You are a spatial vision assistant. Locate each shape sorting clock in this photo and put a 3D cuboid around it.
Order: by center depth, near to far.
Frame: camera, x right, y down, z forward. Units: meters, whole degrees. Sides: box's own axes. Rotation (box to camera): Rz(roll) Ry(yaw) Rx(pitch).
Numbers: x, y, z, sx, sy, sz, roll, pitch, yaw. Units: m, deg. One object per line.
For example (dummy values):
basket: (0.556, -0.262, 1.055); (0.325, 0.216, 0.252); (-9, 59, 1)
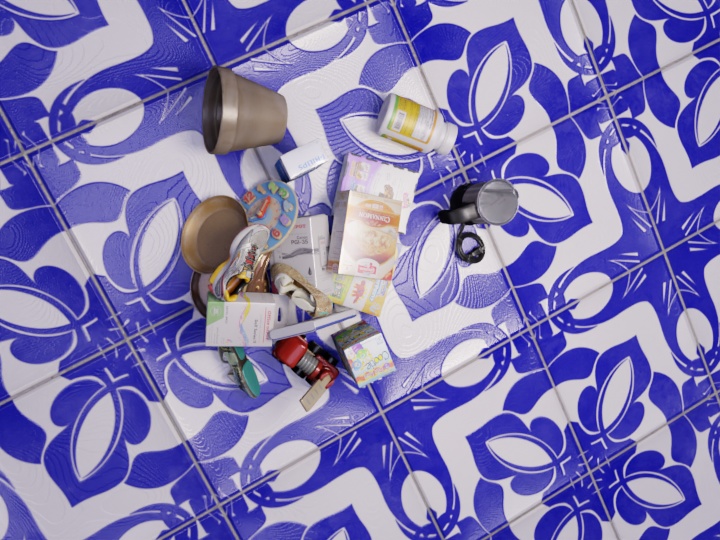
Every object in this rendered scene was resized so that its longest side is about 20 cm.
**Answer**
shape sorting clock: (-0.240, -0.133, 1.393); (0.201, 0.199, 0.039); (-54, 142, -3)

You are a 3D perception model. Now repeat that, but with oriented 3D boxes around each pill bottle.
pill bottle: (0.148, -0.375, 1.481); (0.198, 0.111, 0.112); (18, 90, -13)

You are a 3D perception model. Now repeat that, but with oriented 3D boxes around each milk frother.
milk frother: (0.324, -0.125, 1.500); (0.180, 0.188, 0.201); (-39, 101, -6)

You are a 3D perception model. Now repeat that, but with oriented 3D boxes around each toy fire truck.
toy fire truck: (-0.139, 0.249, 1.421); (0.176, 0.200, 0.129); (40, 85, -12)

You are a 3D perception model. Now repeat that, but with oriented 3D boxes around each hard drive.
hard drive: (-0.112, 0.132, 1.398); (0.131, 0.200, 0.026); (-16, 88, 28)

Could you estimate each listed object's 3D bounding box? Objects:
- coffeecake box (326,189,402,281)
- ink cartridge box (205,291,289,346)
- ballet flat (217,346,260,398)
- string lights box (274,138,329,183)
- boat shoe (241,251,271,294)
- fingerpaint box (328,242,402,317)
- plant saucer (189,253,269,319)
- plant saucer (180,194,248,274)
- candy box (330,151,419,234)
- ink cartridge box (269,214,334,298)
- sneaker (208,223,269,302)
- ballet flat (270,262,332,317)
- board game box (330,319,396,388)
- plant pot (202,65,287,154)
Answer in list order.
coffeecake box: (0.010, -0.084, 1.398); (0.152, 0.073, 0.202); (8, 91, -29)
ink cartridge box: (-0.269, 0.118, 1.363); (0.198, 0.067, 0.118); (2, 109, -16)
ballet flat: (-0.320, 0.240, 1.456); (0.074, 0.074, 0.202); (-20, 101, -10)
string lights box: (-0.147, -0.261, 1.379); (0.102, 0.200, 0.059); (-27, 100, -9)
boat shoe: (-0.264, 0.037, 1.414); (0.067, 0.072, 0.202); (23, 96, -19)
fingerpaint box: (0.000, 0.000, 1.497); (0.165, 0.073, 0.202); (17, 92, -12)
plant saucer: (-0.332, 0.042, 1.448); (0.198, 0.034, 0.203); (-1, 95, -12)
plant saucer: (-0.351, -0.084, 1.391); (0.198, 0.035, 0.202); (-7, 73, 21)
candy box: (0.038, -0.199, 1.491); (0.198, 0.072, 0.169); (14, 91, -12)
ink cartridge box: (-0.153, -0.035, 1.422); (0.145, 0.083, 0.202); (-2, 97, 30)
sneaker: (-0.265, -0.014, 1.302); (0.078, 0.082, 0.201); (28, 94, -50)
ballet flat: (-0.154, 0.046, 1.348); (0.199, 0.065, 0.071); (31, 118, 23)
board game box: (0.003, 0.207, 1.449); (0.104, 0.200, 0.104); (-24, 99, -10)
plant pot: (-0.274, -0.373, 1.363); (0.172, 0.200, 0.202); (1, 94, -28)
